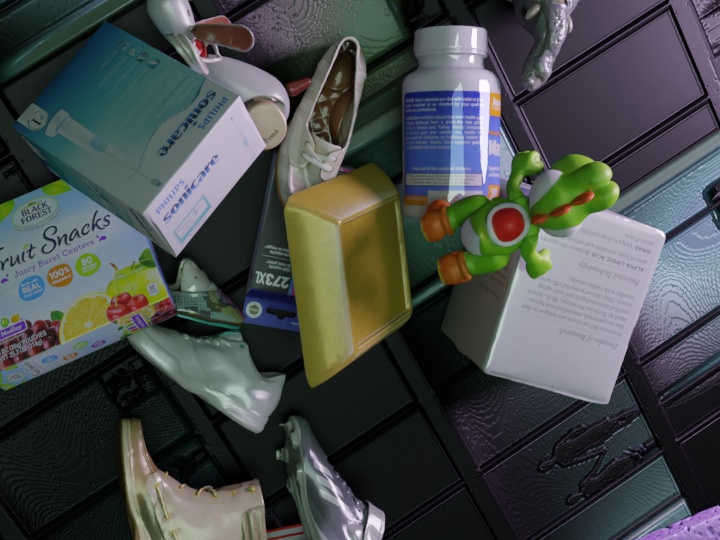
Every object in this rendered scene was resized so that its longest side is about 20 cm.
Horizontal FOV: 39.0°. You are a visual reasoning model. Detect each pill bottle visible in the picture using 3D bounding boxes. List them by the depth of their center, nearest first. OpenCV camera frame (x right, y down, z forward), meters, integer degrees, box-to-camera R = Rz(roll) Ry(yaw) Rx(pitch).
[{"bbox_3d":[0.100,-0.160,1.118,0.110,0.112,0.205,-1,95,-12],"label":"pill bottle"}]

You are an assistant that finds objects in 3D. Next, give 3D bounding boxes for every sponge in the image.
[{"bbox_3d":[0.408,0.402,1.361,0.196,0.030,0.114,-18,105,-8],"label":"sponge"}]

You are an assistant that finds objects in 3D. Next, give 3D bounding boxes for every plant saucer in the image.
[{"bbox_3d":[0.000,0.000,1.100,0.048,0.199,0.204,1,106,29],"label":"plant saucer"}]

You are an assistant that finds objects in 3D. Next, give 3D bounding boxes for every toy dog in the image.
[{"bbox_3d":[-0.125,-0.218,1.057,0.096,0.132,0.201,-39,133,-2],"label":"toy dog"}]

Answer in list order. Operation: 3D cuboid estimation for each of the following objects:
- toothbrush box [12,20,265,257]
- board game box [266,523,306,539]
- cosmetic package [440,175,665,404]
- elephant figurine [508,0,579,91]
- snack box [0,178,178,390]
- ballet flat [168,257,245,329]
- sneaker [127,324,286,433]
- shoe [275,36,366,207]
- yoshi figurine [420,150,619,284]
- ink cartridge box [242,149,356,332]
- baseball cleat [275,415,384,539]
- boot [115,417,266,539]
[{"bbox_3d":[-0.216,-0.132,0.996,0.147,0.198,0.086,-53,152,-14],"label":"toothbrush box"},{"bbox_3d":[-0.092,0.376,1.178,0.196,0.153,0.047,-9,134,-11],"label":"board game box"},{"bbox_3d":[0.212,0.017,1.160,0.162,0.165,0.204,15,100,-15],"label":"cosmetic package"},{"bbox_3d":[0.207,-0.325,1.111,0.141,0.155,0.202,37,123,16],"label":"elephant figurine"},{"bbox_3d":[-0.311,0.002,1.050,0.197,0.068,0.171,-22,73,-8],"label":"snack box"},{"bbox_3d":[-0.220,0.018,1.117,0.196,0.069,0.073,8,92,-11],"label":"ballet flat"},{"bbox_3d":[-0.172,0.097,1.148,0.199,0.075,0.089,37,80,-24],"label":"sneaker"},{"bbox_3d":[-0.042,-0.159,1.098,0.069,0.053,0.204,19,84,-12],"label":"shoe"},{"bbox_3d":[0.167,-0.058,1.023,0.197,0.114,0.112,-20,139,27],"label":"yoshi figurine"},{"bbox_3d":[-0.072,-0.027,1.155,0.093,0.037,0.204,10,102,-15],"label":"ink cartridge box"},{"bbox_3d":[-0.032,0.264,1.189,0.104,0.070,0.204,-7,75,-24],"label":"baseball cleat"},{"bbox_3d":[-0.192,0.253,1.163,0.153,0.073,0.204,-13,84,-18],"label":"boot"}]
